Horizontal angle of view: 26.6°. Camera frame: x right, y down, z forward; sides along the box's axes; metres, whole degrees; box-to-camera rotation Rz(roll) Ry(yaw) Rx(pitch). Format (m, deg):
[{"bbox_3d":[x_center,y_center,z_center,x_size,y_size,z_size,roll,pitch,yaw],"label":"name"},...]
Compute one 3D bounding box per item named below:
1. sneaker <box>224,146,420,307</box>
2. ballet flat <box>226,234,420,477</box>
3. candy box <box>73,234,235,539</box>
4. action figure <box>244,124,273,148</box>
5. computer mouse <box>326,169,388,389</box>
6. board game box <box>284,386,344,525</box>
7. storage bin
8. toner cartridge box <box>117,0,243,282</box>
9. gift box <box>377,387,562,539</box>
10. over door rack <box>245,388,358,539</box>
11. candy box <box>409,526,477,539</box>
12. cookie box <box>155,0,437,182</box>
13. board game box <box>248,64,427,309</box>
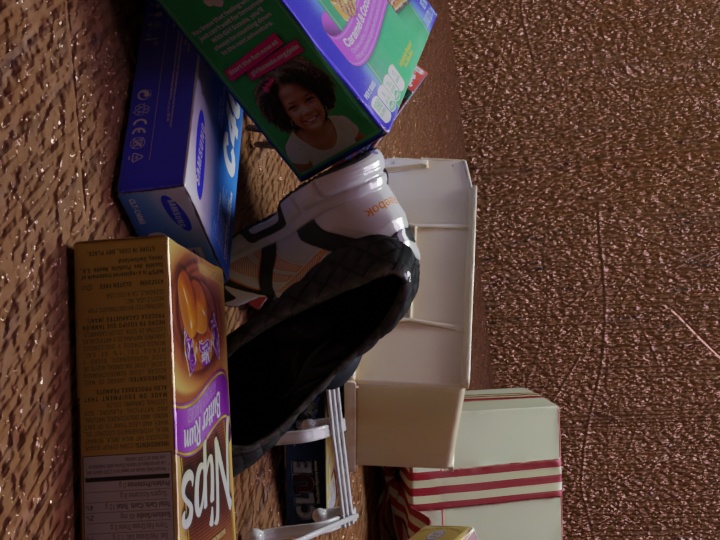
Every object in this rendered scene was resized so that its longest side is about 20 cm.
[{"bbox_3d":[-0.037,-0.004,0.963,0.074,0.200,0.080,-31,91,-35],"label":"sneaker"},{"bbox_3d":[-0.046,0.053,0.876,0.066,0.200,0.057,43,10,-6],"label":"ballet flat"},{"bbox_3d":[-0.107,0.090,0.813,0.117,0.056,0.200,41,46,-78],"label":"candy box"},{"bbox_3d":[-0.048,-0.192,1.183,0.200,0.104,0.194,14,81,-76],"label":"action figure"},{"bbox_3d":[0.000,0.000,1.081,0.059,0.034,0.200,62,33,-44],"label":"computer mouse"},{"bbox_3d":[-0.035,0.088,1.223,0.136,0.035,0.200,-70,161,-68],"label":"board game box"},{"bbox_3d":[0.039,0.039,1.229,0.200,0.094,0.199,89,4,-63],"label":"storage bin"},{"bbox_3d":[-0.106,-0.097,0.946,0.095,0.043,0.200,70,17,-52],"label":"toner cartridge box"},{"bbox_3d":[0.109,0.209,1.626,0.200,0.186,0.185,157,-70,-84],"label":"gift box"},{"bbox_3d":[-0.069,0.121,1.028,0.200,0.067,0.148,-13,97,-67],"label":"over door rack"},{"bbox_3d":[0.024,0.284,1.102,0.200,0.056,0.117,-32,106,-43],"label":"candy box"},{"bbox_3d":[-0.051,-0.184,0.937,0.200,0.075,0.171,50,31,-20],"label":"cookie box"},{"bbox_3d":[-0.019,-0.065,1.140,0.200,0.019,0.103,-54,-179,17],"label":"board game box"}]
